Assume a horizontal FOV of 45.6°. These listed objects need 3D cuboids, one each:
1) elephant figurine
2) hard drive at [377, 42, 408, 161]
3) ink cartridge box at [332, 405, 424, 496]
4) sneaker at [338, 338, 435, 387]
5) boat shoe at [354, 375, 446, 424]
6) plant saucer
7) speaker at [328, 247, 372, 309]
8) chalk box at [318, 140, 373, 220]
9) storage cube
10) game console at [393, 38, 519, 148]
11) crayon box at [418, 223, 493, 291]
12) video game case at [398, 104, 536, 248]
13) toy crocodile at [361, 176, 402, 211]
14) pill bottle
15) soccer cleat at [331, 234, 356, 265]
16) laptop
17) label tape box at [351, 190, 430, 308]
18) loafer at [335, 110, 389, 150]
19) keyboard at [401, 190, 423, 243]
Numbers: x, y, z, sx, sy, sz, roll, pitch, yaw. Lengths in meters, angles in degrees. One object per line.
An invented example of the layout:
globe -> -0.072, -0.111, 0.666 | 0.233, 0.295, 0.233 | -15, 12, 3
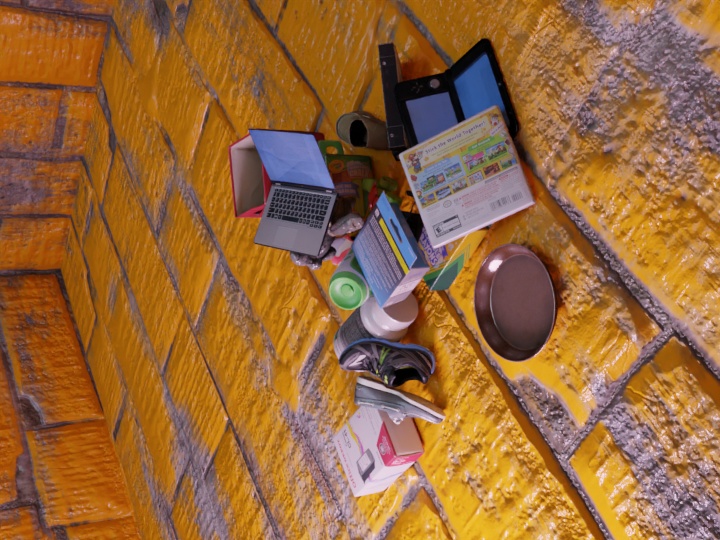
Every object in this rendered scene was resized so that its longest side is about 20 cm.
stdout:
elephant figurine -> -0.063, -0.106, 1.705 | 0.156, 0.141, 0.200 | 51, 126, 9
hard drive -> 0.069, -0.328, 1.684 | 0.140, 0.037, 0.204 | 31, -128, -81
ink cartridge box -> 0.036, 0.367, 1.811 | 0.201, 0.085, 0.149 | -53, 50, 42
sneaker -> 0.049, 0.186, 1.696 | 0.071, 0.196, 0.083 | 77, -158, -46
boat shoe -> 0.075, 0.270, 1.703 | 0.198, 0.073, 0.063 | 20, 92, 22
plant saucer -> 0.272, 0.055, 1.475 | 0.199, 0.034, 0.204 | 4, 95, 57
speaker -> 0.000, 0.000, 1.739 | 0.087, 0.200, 0.090 | 8, 119, 15
chalk box -> -0.051, -0.187, 1.868 | 0.123, 0.123, 0.204 | -9, 86, 56
storage cube -> -0.193, -0.228, 2.031 | 0.170, 0.178, 0.204 | -14, 80, 56
game console -> 0.167, -0.291, 1.542 | 0.117, 0.173, 0.203 | 97, 159, -70
crayon box -> 0.165, -0.075, 1.612 | 0.201, 0.051, 0.127 | -59, 46, 39
video game case -> 0.184, -0.162, 1.497 | 0.198, 0.023, 0.185 | -24, 79, 23
toy crocodile -> 0.043, -0.140, 1.746 | 0.201, 0.061, 0.068 | -100, 30, -59
pill bottle -> 0.031, 0.117, 1.773 | 0.200, 0.112, 0.114 | -51, 52, 46
soccer cleat -> -0.040, -0.051, 1.930 | 0.077, 0.066, 0.199 | -59, 30, -5
laptop -> -0.148, -0.150, 1.639 | 0.186, 0.115, 0.203 | 12, 81, 41
label tape box -> 0.063, -0.042, 1.588 | 0.146, 0.063, 0.200 | 64, 151, 19
loafer -> -0.002, -0.302, 1.834 | 0.199, 0.067, 0.077 | 23, 111, 54
keyboard -> 0.091, -0.104, 1.687 | 0.200, 0.020, 0.129 | -154, 82, -74
